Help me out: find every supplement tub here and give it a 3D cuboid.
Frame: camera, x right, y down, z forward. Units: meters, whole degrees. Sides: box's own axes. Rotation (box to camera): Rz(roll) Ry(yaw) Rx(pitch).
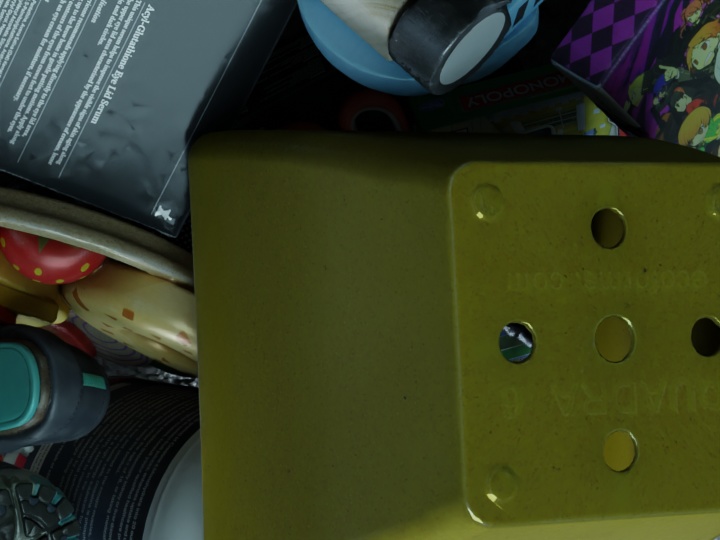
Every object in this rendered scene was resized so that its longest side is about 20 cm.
[{"bbox_3d":[-0.070,0.126,1.115,0.140,0.200,0.141,-3,95,-39],"label":"supplement tub"}]

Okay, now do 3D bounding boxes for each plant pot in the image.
[{"bbox_3d":[0.058,0.032,0.963,0.200,0.176,0.200,-1,85,-26],"label":"plant pot"}]

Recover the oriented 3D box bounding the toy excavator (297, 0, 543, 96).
[{"bbox_3d":[0.059,-0.138,0.997,0.194,0.100,0.200,-44,165,-11],"label":"toy excavator"}]

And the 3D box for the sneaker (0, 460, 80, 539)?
[{"bbox_3d":[-0.200,0.176,1.088,0.078,0.086,0.200,34,87,-29],"label":"sneaker"}]

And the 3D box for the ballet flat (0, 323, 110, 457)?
[{"bbox_3d":[-0.195,0.059,1.092,0.200,0.073,0.073,-5,140,36],"label":"ballet flat"}]

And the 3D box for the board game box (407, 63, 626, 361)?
[{"bbox_3d":[0.098,-0.015,1.150,0.134,0.029,0.200,-15,133,-6],"label":"board game box"}]

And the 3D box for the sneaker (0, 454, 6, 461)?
[{"bbox_3d":[-0.195,0.102,1.208,0.200,0.077,0.082,31,127,-29],"label":"sneaker"}]

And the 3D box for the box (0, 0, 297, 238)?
[{"bbox_3d":[-0.100,-0.134,1.008,0.141,0.079,0.200,23,114,-16],"label":"box"}]

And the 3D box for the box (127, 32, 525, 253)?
[{"bbox_3d":[0.005,-0.032,1.163,0.200,0.048,0.193,-26,131,7],"label":"box"}]

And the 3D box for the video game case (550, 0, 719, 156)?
[{"bbox_3d":[0.189,-0.131,1.057,0.200,0.036,0.181,-53,143,1],"label":"video game case"}]

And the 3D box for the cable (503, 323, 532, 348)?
[{"bbox_3d":[0.036,0.038,1.123,0.163,0.051,0.200,-11,129,22],"label":"cable"}]

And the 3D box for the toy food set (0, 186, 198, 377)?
[{"bbox_3d":[-0.148,0.011,1.095,0.200,0.049,0.198,20,164,-26],"label":"toy food set"}]

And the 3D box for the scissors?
[{"bbox_3d":[0.000,0.000,1.148,0.073,0.014,0.200,-15,128,-5],"label":"scissors"}]
